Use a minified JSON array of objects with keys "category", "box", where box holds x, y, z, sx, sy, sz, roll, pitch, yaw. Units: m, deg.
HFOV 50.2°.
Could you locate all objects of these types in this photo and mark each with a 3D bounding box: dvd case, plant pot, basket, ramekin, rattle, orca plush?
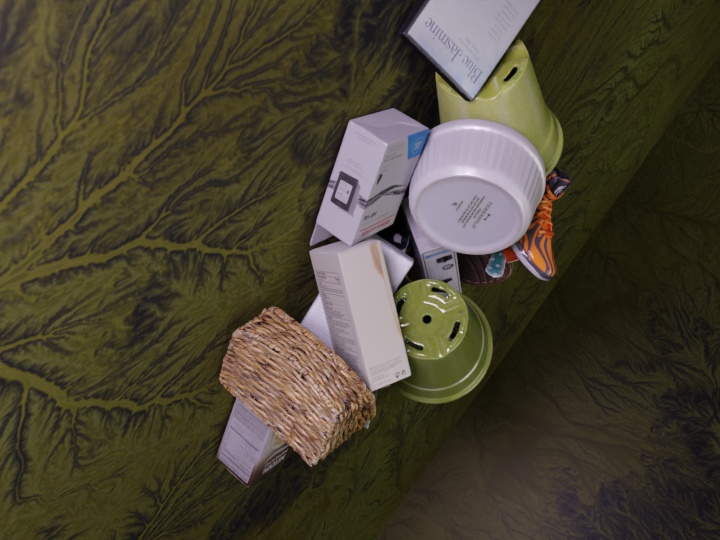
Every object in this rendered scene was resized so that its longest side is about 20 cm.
[{"category":"dvd case","box":[0.152,-0.341,0.989,0.143,0.018,0.200,35,89,-34]},{"category":"plant pot","box":[0.190,-0.241,1.133,0.201,0.200,0.184,-50,147,-13]},{"category":"basket","box":[-0.072,0.138,1.073,0.149,0.200,0.143,-29,149,-47]},{"category":"ramekin","box":[0.159,-0.109,1.096,0.203,0.202,0.094,97,9,-51]},{"category":"rattle","box":[0.235,-0.062,1.306,0.130,0.200,0.143,-45,143,5]},{"category":"plant pot","box":[0.108,0.097,1.209,0.200,0.200,0.190,-52,162,-8]},{"category":"orca plush","box":[0.000,0.000,1.259,0.200,0.071,0.105,-49,-155,4]}]

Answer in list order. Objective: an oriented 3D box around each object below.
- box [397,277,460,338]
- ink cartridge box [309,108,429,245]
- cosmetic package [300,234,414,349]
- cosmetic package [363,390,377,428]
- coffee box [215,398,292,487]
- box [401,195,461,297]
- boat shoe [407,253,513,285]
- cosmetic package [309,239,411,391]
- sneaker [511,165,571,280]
[{"category":"box","box":[0.117,0.080,1.403,0.049,0.200,0.161,-54,161,11]},{"category":"ink cartridge box","box":[0.011,-0.113,1.064,0.116,0.067,0.200,-30,148,-51]},{"category":"cosmetic package","box":[-0.009,0.042,1.190,0.200,0.101,0.074,-57,178,7]},{"category":"cosmetic package","box":[-0.014,0.240,1.435,0.200,0.082,0.051,9,98,-88]},{"category":"coffee box","box":[-0.144,0.228,1.222,0.114,0.080,0.200,-26,145,-52]},{"category":"box","box":[0.124,-0.038,1.330,0.060,0.117,0.200,-19,153,2]},{"category":"boat shoe","box":[0.192,-0.016,1.466,0.075,0.201,0.075,-40,130,-66]},{"category":"cosmetic package","box":[-0.001,0.059,1.092,0.071,0.105,0.201,-18,103,-25]},{"category":"sneaker","box":[0.278,-0.091,1.181,0.112,0.201,0.077,-32,156,31]}]
